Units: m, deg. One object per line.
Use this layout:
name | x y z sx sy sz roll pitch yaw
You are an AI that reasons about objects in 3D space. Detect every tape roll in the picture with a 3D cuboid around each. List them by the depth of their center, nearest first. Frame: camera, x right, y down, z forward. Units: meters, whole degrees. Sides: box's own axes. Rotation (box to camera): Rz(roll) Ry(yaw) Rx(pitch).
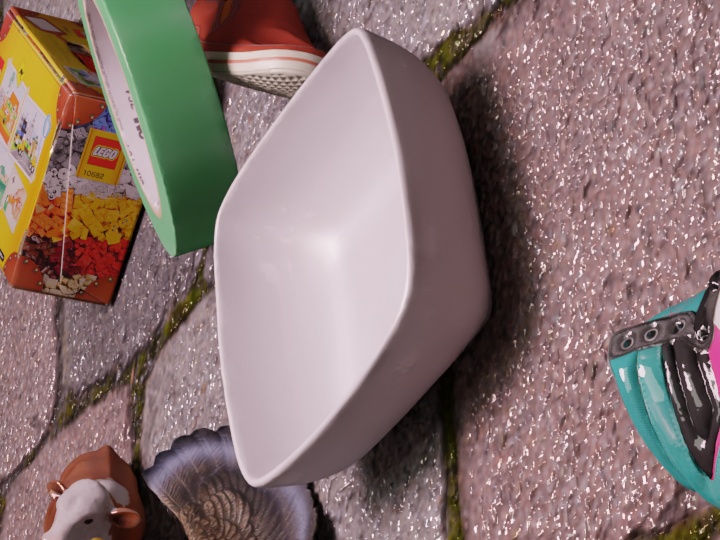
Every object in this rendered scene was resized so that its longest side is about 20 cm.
tape roll | -0.126 -0.110 1.435 0.200 0.048 0.201 160 90 -80

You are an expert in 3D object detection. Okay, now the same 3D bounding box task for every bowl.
bowl | 0.000 0.000 1.225 0.200 0.074 0.201 -51 37 43

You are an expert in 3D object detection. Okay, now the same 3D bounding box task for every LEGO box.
LEGO box | -0.219 -0.086 1.687 0.200 0.077 0.150 49 122 58

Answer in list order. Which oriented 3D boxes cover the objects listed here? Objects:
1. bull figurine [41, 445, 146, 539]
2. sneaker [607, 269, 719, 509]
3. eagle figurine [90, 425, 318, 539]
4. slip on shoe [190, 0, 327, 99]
bull figurine | -0.171 0.173 1.461 0.200 0.065 0.122 -93 19 -81
sneaker | 0.155 0.006 0.915 0.120 0.083 0.201 -11 70 51
eagle figurine | -0.083 0.180 1.294 0.151 0.151 0.200 -29 5 7
slip on shoe | -0.062 -0.141 1.414 0.200 0.074 0.062 33 106 67
